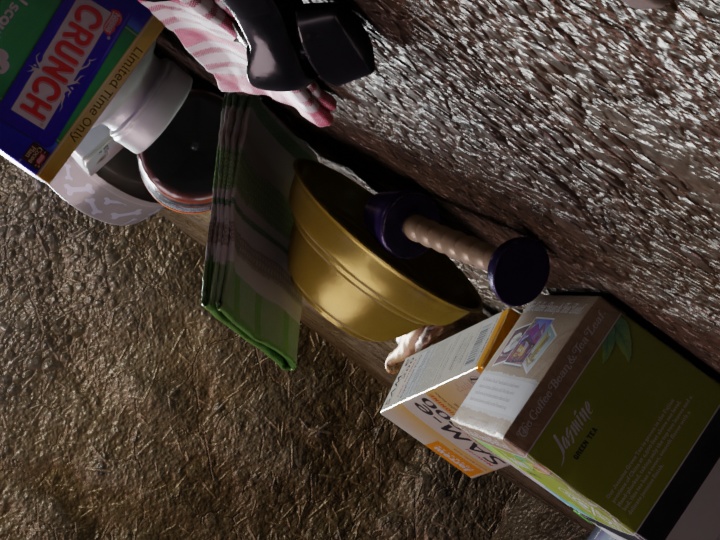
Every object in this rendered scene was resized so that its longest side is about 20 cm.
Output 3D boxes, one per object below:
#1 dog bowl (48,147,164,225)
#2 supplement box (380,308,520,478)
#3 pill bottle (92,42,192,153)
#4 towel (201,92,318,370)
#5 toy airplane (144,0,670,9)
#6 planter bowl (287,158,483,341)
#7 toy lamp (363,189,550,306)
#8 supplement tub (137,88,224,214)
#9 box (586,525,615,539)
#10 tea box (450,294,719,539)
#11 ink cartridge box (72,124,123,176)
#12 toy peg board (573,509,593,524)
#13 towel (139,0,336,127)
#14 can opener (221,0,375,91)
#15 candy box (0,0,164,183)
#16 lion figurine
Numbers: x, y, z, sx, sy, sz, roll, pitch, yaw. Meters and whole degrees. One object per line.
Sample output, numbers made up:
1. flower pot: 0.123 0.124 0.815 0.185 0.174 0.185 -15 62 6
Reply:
1. dog bowl: -0.262 -0.132 1.945 0.200 0.059 0.201 36 -149 -25
2. supplement box: 0.125 0.123 1.865 0.126 0.074 0.200 36 150 -14
3. pill bottle: -0.243 -0.189 1.615 0.200 0.111 0.111 37 174 -19
4. towel: -0.078 -0.034 1.620 0.031 0.201 0.149 -9 153 26
5. toy airplane: 0.028 -0.136 0.469 0.199 0.142 0.199 -1 -176 2
6. planter bowl: 0.000 0.000 1.610 0.200 0.084 0.201 37 -167 -10
7. toy lamp: 0.066 -0.022 1.467 0.058 0.058 0.200 39 174 -34
8. supplement tub: -0.159 -0.108 1.824 0.107 0.107 0.200 35 174 -3
9. box: 0.291 0.249 1.665 0.123 0.200 0.198 37 173 -13
10. tea box: 0.199 0.124 1.499 0.196 0.134 0.200 36 174 -6
11. ink cartridge box: -0.286 -0.193 1.775 0.200 0.084 0.144 50 174 -2
12. toy peg board: 0.350 0.286 2.150 0.200 0.098 0.199 36 175 -15
13. towel: -0.116 -0.178 1.384 0.200 0.030 0.146 40 172 -38
14. can opener: -0.059 -0.165 1.081 0.200 0.078 0.064 48 -155 -54
15. candy box: -0.277 -0.192 1.505 0.200 0.169 0.077 36 178 -17
16. lion figurine: 0.040 0.029 1.955 0.200 0.073 0.122 43 140 -8
